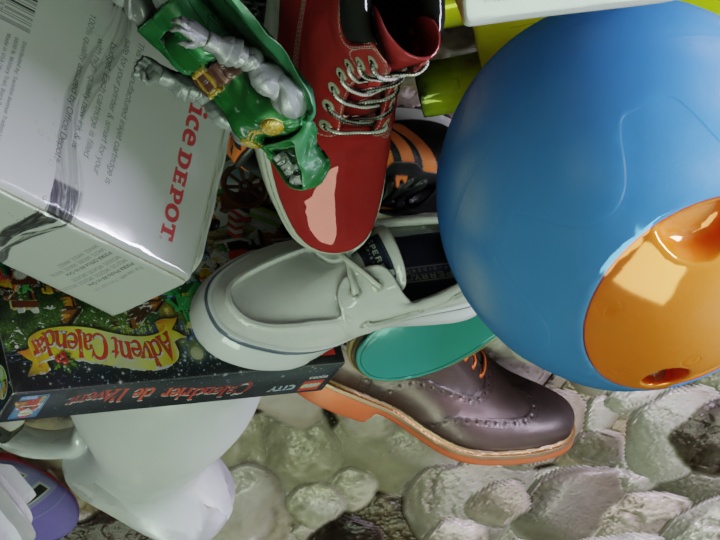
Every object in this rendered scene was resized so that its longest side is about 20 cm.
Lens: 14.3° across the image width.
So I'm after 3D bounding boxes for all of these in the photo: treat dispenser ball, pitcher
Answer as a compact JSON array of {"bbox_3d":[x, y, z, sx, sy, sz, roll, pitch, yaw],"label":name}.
[{"bbox_3d":[0.138,-0.039,1.468,0.200,0.201,0.202,-5,135,-5],"label":"treat dispenser ball"},{"bbox_3d":[-0.144,0.066,1.707,0.171,0.122,0.200,15,142,0],"label":"pitcher"}]

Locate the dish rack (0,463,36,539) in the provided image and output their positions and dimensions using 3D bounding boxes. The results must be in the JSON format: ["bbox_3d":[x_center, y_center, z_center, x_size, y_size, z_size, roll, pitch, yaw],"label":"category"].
[{"bbox_3d":[-0.260,0.091,1.653,0.044,0.172,0.200,-41,97,-19],"label":"dish rack"}]

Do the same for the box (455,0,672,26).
[{"bbox_3d":[0.083,-0.238,1.366,0.106,0.152,0.201,-7,112,-2],"label":"box"}]

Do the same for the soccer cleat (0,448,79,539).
[{"bbox_3d":[-0.266,0.144,1.778,0.199,0.077,0.067,21,128,-26],"label":"soccer cleat"}]

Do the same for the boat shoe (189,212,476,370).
[{"bbox_3d":[0.000,0.000,1.584,0.199,0.074,0.065,-16,160,-33],"label":"boat shoe"}]

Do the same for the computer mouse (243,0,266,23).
[{"bbox_3d":[-0.076,-0.190,1.502,0.140,0.046,0.200,-18,134,10],"label":"computer mouse"}]

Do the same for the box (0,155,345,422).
[{"bbox_3d":[-0.119,0.006,1.588,0.199,0.137,0.038,-5,154,-28],"label":"box"}]

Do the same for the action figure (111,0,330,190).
[{"bbox_3d":[-0.085,-0.120,1.448,0.200,0.055,0.118,47,150,-6],"label":"action figure"}]

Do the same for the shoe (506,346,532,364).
[{"bbox_3d":[0.150,-0.006,1.616,0.070,0.053,0.200,42,121,-13],"label":"shoe"}]

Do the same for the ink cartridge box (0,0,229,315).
[{"bbox_3d":[-0.174,-0.084,1.504,0.199,0.146,0.083,27,148,-28],"label":"ink cartridge box"}]

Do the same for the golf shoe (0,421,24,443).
[{"bbox_3d":[-0.215,0.009,1.638,0.088,0.077,0.201,-22,122,-6],"label":"golf shoe"}]

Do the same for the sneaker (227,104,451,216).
[{"bbox_3d":[-0.001,-0.053,1.617,0.199,0.090,0.070,24,126,-28],"label":"sneaker"}]

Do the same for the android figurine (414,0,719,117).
[{"bbox_3d":[0.122,-0.138,1.536,0.199,0.041,0.183,-13,135,5],"label":"android figurine"}]

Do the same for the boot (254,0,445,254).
[{"bbox_3d":[-0.001,-0.087,1.469,0.072,0.144,0.201,-8,113,-20],"label":"boot"}]

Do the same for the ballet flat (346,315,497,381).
[{"bbox_3d":[0.079,-0.001,1.697,0.199,0.063,0.069,-29,125,12],"label":"ballet flat"}]

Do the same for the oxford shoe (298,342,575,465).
[{"bbox_3d":[0.053,0.064,1.759,0.199,0.071,0.073,16,125,-23],"label":"oxford shoe"}]
